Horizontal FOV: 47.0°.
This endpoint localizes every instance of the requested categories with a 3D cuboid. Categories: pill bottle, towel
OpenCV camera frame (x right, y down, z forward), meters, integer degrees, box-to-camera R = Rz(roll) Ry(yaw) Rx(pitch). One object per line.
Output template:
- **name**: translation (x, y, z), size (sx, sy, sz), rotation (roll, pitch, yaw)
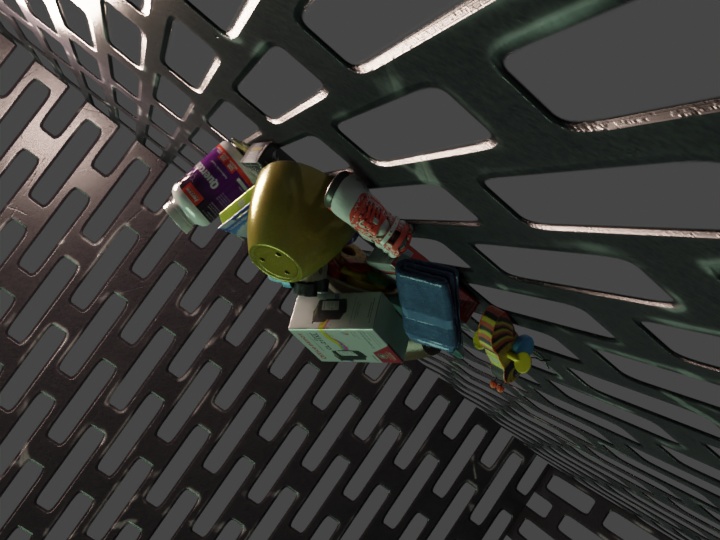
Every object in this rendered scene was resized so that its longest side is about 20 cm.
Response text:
- **pill bottle**: translation (-0.324, -0.175, 1.774), size (0.113, 0.200, 0.112), rotation (47, 175, 5)
- **towel**: translation (0.119, 0.060, 1.430), size (0.110, 0.049, 0.202), rotation (16, 145, 22)

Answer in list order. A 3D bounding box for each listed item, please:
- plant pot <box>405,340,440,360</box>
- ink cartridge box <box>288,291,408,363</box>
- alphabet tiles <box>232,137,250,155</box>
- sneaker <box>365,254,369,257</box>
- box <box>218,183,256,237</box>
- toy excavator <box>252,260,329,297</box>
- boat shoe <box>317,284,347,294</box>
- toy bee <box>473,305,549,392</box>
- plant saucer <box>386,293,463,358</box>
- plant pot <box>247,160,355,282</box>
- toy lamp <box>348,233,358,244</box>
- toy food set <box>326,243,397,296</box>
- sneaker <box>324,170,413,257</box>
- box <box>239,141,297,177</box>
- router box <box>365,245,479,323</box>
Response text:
- **plant pot**: translation (0.105, 0.140, 1.986), size (0.198, 0.189, 0.187), rotation (8, 155, 48)
- **ink cartridge box**: translation (-0.021, 0.115, 1.639), size (0.197, 0.084, 0.146), rotation (-3, 147, 31)
- **alphabet tiles**: translation (-0.192, -0.210, 1.742), size (0.165, 0.006, 0.200), rotation (37, 174, 8)
- **sneaker**: translation (0.024, 0.018, 1.882), size (0.083, 0.123, 0.200), rotation (21, -151, 18)
- **box**: translation (-0.191, -0.113, 1.673), size (0.199, 0.121, 0.048), rotation (17, -137, -57)
- **toy excavator**: translation (-0.151, -0.020, 1.645), size (0.196, 0.102, 0.194), rotation (9, -173, 16)
- **boat shoe**: translation (-0.073, 0.027, 1.750), size (0.074, 0.063, 0.199), rotation (-13, -143, -42)
- **toy bee**: translation (0.260, 0.156, 1.456), size (0.199, 0.109, 0.131), rotation (39, 171, -20)
- **plant saucer**: translation (0.132, 0.102, 1.640), size (0.199, 0.036, 0.200), rotation (37, 174, 4)
- **plant pot**: translation (-0.119, -0.066, 1.429), size (0.197, 0.143, 0.201), rotation (20, 149, 12)
- **toy lamp**: translation (-0.039, -0.078, 1.641), size (0.058, 0.059, 0.200), rotation (37, 175, -10)
- **toy food set**: translation (0.000, 0.000, 1.717), size (0.195, 0.049, 0.200), rotation (21, -162, 8)
- **sneaker**: translation (0.022, -0.080, 1.246), size (0.107, 0.068, 0.201), rotation (33, 176, 21)
- **box**: translation (-0.121, -0.158, 1.542), size (0.199, 0.049, 0.158), rotation (40, 174, -19)
- **router box**: translation (0.111, 0.020, 1.549), size (0.179, 0.049, 0.200), rotation (38, 174, -12)
